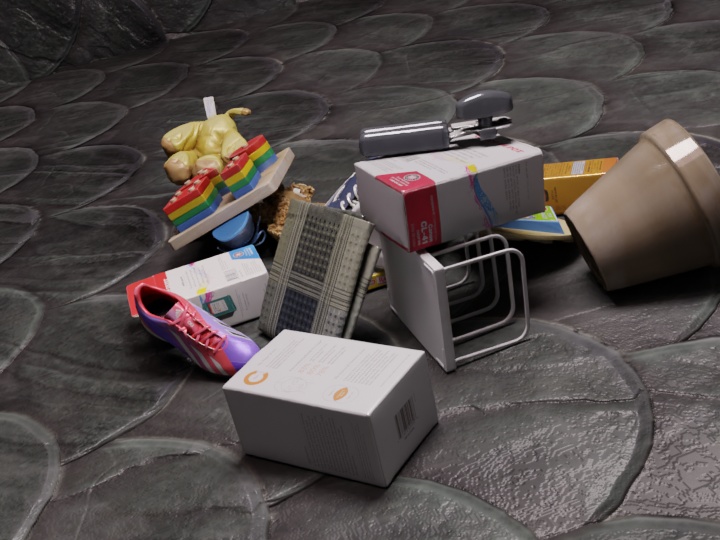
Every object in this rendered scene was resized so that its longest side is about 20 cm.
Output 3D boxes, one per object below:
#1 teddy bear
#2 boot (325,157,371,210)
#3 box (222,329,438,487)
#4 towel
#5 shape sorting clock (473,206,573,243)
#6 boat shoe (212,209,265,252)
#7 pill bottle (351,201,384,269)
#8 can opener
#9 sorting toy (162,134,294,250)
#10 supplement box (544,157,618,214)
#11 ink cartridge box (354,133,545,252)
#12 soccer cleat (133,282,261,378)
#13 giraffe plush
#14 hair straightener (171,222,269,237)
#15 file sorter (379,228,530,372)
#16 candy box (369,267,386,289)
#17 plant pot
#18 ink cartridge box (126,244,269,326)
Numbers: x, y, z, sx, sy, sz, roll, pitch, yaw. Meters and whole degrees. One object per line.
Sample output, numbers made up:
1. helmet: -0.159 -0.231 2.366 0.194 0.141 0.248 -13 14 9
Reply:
1. teddy bear: -0.114 -0.093 1.693 0.144 0.067 0.200 -1 28 -33
2. boot: -0.019 -0.096 1.581 0.090 0.073 0.201 -47 13 53
3. box: -0.033 0.149 1.150 0.199 0.098 0.124 7 33 34
4. towel: -0.056 0.012 1.357 0.034 0.201 0.192 12 6 -38
5. shape sorting clock: 0.218 -0.065 1.471 0.199 0.040 0.200 1 12 0
6. boat shoe: -0.189 -0.061 1.641 0.084 0.069 0.200 -33 16 2
7. pill bottle: 0.068 -0.093 1.509 0.112 0.114 0.200 0 27 26
8. can opener: 0.095 -0.190 1.306 0.199 0.067 0.053 -6 20 3
9. sorting toy: -0.221 -0.140 1.679 0.199 0.070 0.199 -29 17 16
10. supplement box: 0.295 -0.125 1.571 0.199 0.067 0.069 -4 28 18
11. ink cartridge box: 0.112 -0.104 1.294 0.199 0.086 0.148 -15 24 -20
12. soccer cleat: -0.218 0.079 1.351 0.199 0.073 0.068 26 67 24
13. giraffe plush: -0.265 -0.193 1.887 0.171 0.163 0.201 -1 49 8
14. hair straightener: -0.237 -0.085 1.788 0.199 0.041 0.077 -12 26 14
15. file sorter: 0.118 0.009 1.313 0.124 0.140 0.200 -16 26 -13
16. candy box: 0.000 0.000 1.509 0.199 0.027 0.102 -18 24 -9
17. plant pot: 0.363 -0.066 1.315 0.173 0.201 0.200 -29 25 6
18. ink cartridge box: -0.232 0.039 1.496 0.199 0.068 0.116 -18 26 -10
